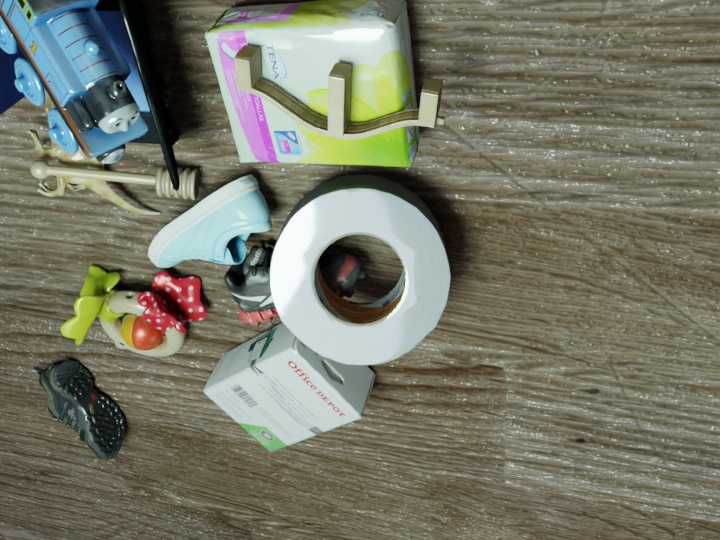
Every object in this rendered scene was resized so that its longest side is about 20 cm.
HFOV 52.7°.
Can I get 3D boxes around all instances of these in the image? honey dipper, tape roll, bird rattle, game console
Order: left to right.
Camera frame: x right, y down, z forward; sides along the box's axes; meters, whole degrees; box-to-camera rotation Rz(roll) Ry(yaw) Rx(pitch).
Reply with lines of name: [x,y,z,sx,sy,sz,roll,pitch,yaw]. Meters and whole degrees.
game console: [-0.264,-0.201,0.760,0.173,0.117,0.202,6,130,16]
honey dipper: [-0.293,-0.111,0.864,0.196,0.038,0.038,5,132,-4]
bird rattle: [-0.309,0.063,1.038,0.196,0.114,0.164,-1,141,5]
tape roll: [0.000,0.000,0.807,0.196,0.066,0.204,1,108,2]

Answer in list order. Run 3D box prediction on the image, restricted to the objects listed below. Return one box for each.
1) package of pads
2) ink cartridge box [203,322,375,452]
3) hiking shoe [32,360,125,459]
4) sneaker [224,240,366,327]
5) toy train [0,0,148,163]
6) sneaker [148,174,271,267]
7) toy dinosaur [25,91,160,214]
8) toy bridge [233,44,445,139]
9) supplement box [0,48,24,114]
package of pads: [-0.043,-0.186,0.720,0.196,0.069,0.156,4,131,17]
ink cartridge box: [-0.099,0.158,1.017,0.198,0.085,0.146,-28,115,36]
hiking shoe: [-0.482,0.239,1.253,0.099,0.076,0.203,-4,118,35]
sneaker: [-0.090,0.008,0.897,0.198,0.071,0.098,-14,124,32]
toy train: [-0.273,-0.200,0.676,0.114,0.086,0.202,-19,103,53]
sneaker: [-0.185,-0.034,0.883,0.199,0.074,0.083,-30,87,37]
toy dinosaur: [-0.347,-0.122,0.898,0.100,0.059,0.201,-17,121,30]
toy bridge: [-0.019,-0.156,0.671,0.196,0.027,0.068,13,136,9]
supplement box: [-0.454,-0.264,0.785,0.197,0.110,0.110,17,133,7]
